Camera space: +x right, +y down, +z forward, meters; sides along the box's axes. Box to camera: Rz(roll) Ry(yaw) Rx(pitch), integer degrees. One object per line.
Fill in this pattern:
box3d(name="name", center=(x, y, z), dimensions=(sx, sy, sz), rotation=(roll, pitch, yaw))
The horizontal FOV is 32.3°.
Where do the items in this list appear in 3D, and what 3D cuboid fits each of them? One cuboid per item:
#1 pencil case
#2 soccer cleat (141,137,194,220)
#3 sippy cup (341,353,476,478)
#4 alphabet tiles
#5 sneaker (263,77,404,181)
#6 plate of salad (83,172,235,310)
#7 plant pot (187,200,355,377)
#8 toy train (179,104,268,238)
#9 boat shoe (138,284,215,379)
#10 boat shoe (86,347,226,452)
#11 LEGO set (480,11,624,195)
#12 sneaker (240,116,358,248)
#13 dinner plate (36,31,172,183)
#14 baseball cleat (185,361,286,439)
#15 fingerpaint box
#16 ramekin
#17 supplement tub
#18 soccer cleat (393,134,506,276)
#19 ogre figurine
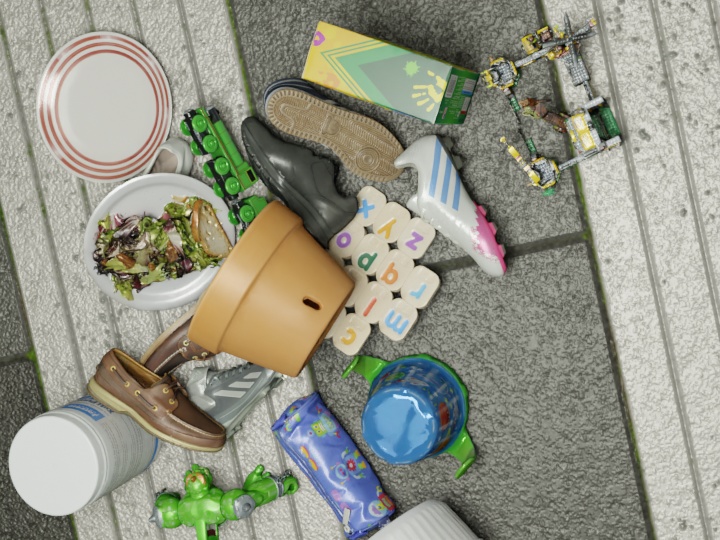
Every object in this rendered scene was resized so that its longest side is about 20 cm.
box3d(name="pencil case", center=(-0.036, 0.258, 1.615), dimensions=(0.078, 0.087, 0.201), rotation=(-39, 84, 36))
box3d(name="soccer cleat", center=(-0.273, -0.079, 1.646), dimensions=(0.069, 0.078, 0.202), rotation=(19, 100, 12))
box3d(name="sippy cup", center=(0.060, 0.182, 1.559), dimensions=(0.176, 0.130, 0.141), rotation=(5, 96, 14))
box3d(name="alphabet tiles", center=(0.000, 0.000, 1.591), dimensions=(0.199, 0.015, 0.197), rotation=(33, 88, 19))
box3d(name="sneaker", center=(-0.037, -0.184, 1.587), dimensions=(0.199, 0.109, 0.071), rotation=(26, 100, -20))
box3d(name="plate of salad", center=(-0.258, -0.030, 1.614), dimensions=(0.198, 0.048, 0.202), rotation=(-9, 122, -14))
box3d(name="plant pot", center=(-0.099, 0.037, 1.512), dimensions=(0.139, 0.200, 0.201), rotation=(34, 102, 3))
box3d(name="toy train", center=(-0.166, -0.124, 1.602), dimensions=(0.042, 0.056, 0.201), rotation=(-7, 115, 50))
box3d(name="boat shoe", center=(-0.211, 0.083, 1.649), dimensions=(0.200, 0.070, 0.070), rotation=(-45, 80, 14))
box3d(name="boat shoe", center=(-0.260, 0.170, 1.616), dimensions=(0.199, 0.072, 0.068), rotation=(28, 104, 8))
box3d(name="LEGO set", center=(0.230, -0.195, 1.484), dimensions=(0.152, 0.116, 0.202), rotation=(-15, 91, 15))
box3d(name="sneaker", center=(-0.079, -0.125, 1.602), dimensions=(0.090, 0.076, 0.201), rotation=(-37, 81, -6))
box3d(name="dinner plate", center=(-0.344, -0.220, 1.679), dimensions=(0.198, 0.024, 0.203), rotation=(2, 96, 15))
box3d(name="baseball cleat", center=(-0.166, 0.145, 1.645), dimensions=(0.106, 0.070, 0.200), rotation=(42, 103, 7))
box3d(name="fingerpaint box", center=(0.041, -0.232, 1.487), dimensions=(0.165, 0.200, 0.074), rotation=(21, 101, 11))
box3d(name="ramekin", center=(0.057, 0.369, 1.550), dimensions=(0.202, 0.202, 0.095), rotation=(-41, 74, 14))
box3d(name="supplement tub", center=(-0.356, 0.233, 1.634), dimensions=(0.130, 0.200, 0.134), rotation=(1, 96, 14))
box3d(name="soccer cleat", center=(0.110, -0.071, 1.550), dimensions=(0.086, 0.070, 0.201), rotation=(-27, 80, -1))
box3d(name="ogre figurine", center=(-0.191, 0.305, 1.641), dimensions=(0.198, 0.120, 0.099), rotation=(10, 98, 13))
